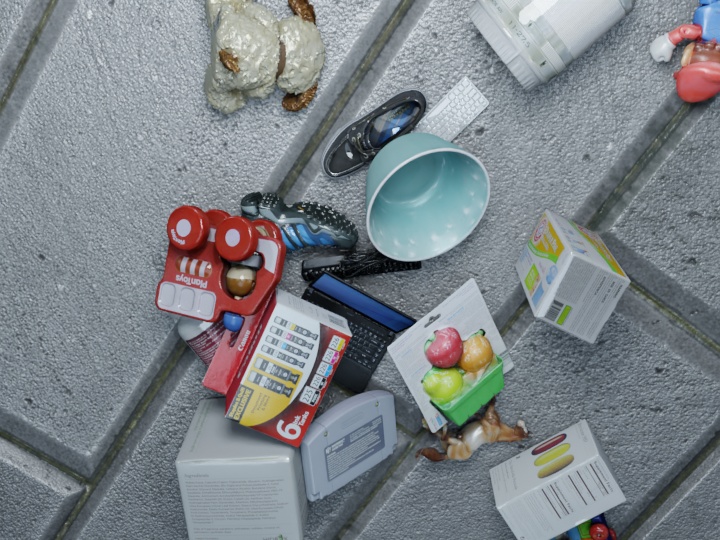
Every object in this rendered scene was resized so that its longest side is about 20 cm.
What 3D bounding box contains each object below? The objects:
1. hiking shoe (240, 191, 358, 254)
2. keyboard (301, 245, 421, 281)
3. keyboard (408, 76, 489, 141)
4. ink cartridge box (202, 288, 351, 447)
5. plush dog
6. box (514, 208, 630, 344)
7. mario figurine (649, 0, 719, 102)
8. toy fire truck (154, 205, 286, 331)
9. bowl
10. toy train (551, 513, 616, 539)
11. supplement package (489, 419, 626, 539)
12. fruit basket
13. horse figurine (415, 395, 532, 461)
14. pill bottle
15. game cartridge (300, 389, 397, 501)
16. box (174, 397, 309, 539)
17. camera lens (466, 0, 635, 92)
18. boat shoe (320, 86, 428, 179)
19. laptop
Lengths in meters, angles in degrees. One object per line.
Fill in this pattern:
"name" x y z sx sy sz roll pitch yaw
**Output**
"hiking shoe" -0.099 -0.062 1.402 0.196 0.075 0.088 16 117 7
"keyboard" 0.000 0.000 1.406 0.195 0.041 0.104 -7 156 5
"keyboard" 0.109 -0.209 1.362 0.056 0.011 0.200 42 107 -14
"ink cartridge box" -0.134 0.143 1.371 0.173 0.084 0.203 23 101 -13
"plush dog" -0.131 -0.316 1.269 0.168 0.161 0.205 -5 114 -21
"box" 0.315 0.003 1.338 0.100 0.201 0.114 24 110 -8
"mario figurine" 0.496 -0.346 1.272 0.122 0.105 0.205 19 105 33
"toy fire truck" -0.210 -0.002 1.327 0.196 0.112 0.172 13 94 19
"bowl" 0.085 -0.125 1.325 0.196 0.106 0.204 -13 134 -14
"toy train" 0.415 0.519 1.611 0.113 0.085 0.203 -15 111 19
"supplement package" 0.340 0.372 1.533 0.198 0.114 0.110 -31 109 12
"fruit basket" 0.147 0.140 1.436 0.184 0.093 0.202 -38 116 -12
"horse figurine" 0.187 0.281 1.530 0.197 0.050 0.134 -29 126 4
"pill bottle" -0.230 0.101 1.446 0.108 0.110 0.201 -32 108 14
"game cartridge" -0.019 0.287 1.492 0.198 0.041 0.136 -23 114 -37
"box" -0.188 0.336 1.490 0.195 0.200 0.175 -3 112 4
"camera lens" 0.264 -0.368 1.212 0.199 0.161 0.160 -40 106 17
"boat shoe" 0.020 -0.203 1.338 0.198 0.067 0.070 -32 108 14
"laptop" -0.027 0.106 1.444 0.175 0.104 0.202 28 108 -8
